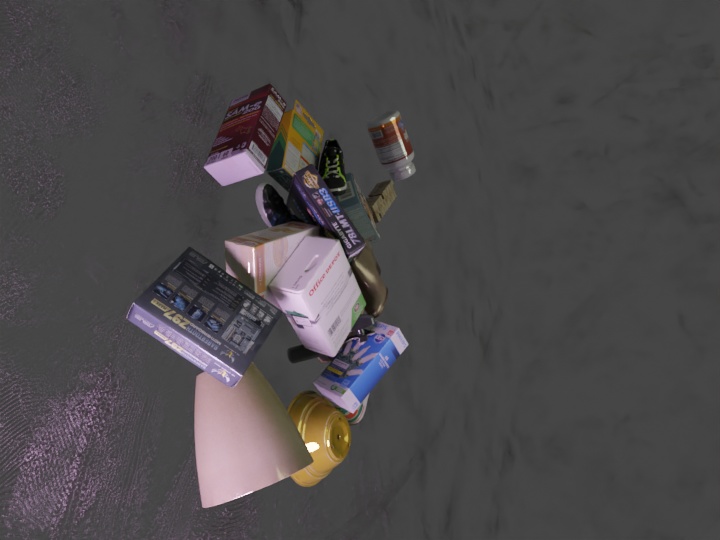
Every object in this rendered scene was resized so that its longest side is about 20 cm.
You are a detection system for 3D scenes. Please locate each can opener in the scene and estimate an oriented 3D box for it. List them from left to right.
[{"bbox_3d":[-0.062,0.149,1.167,0.053,0.200,0.067,153,-81,-78],"label":"can opener"}]

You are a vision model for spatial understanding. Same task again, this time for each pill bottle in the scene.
[{"bbox_3d":[0.102,-0.390,1.705,0.200,0.112,0.112,66,32,-25],"label":"pill bottle"}]

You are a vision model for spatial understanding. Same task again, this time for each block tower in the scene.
[{"bbox_3d":[0.051,-0.201,1.611,0.058,0.054,0.200,66,32,-26],"label":"block tower"}]

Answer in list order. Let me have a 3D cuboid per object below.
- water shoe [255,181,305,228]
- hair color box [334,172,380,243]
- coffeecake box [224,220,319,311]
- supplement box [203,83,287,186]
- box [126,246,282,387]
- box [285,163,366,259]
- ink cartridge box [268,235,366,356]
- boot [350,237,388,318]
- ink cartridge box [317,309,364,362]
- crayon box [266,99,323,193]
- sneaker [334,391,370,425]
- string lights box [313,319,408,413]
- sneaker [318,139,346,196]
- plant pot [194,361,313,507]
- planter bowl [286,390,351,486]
[{"bbox_3d":[-0.155,-0.105,1.178,0.200,0.079,0.072,67,31,-22],"label":"water shoe"},{"bbox_3d":[-0.010,-0.153,1.402,0.200,0.061,0.099,57,16,-62],"label":"hair color box"},{"bbox_3d":[-0.167,-0.001,1.063,0.200,0.073,0.154,-26,123,-55],"label":"coffeecake box"},{"bbox_3d":[-0.225,-0.271,1.075,0.061,0.109,0.200,49,40,-43],"label":"supplement box"},{"bbox_3d":[-0.246,0.073,0.885,0.200,0.051,0.158,35,40,-7],"label":"box"},{"bbox_3d":[-0.079,-0.101,1.154,0.050,0.199,0.200,-33,88,-18],"label":"box"},{"bbox_3d":[-0.078,0.050,1.074,0.146,0.084,0.200,-57,143,-32],"label":"ink cartridge box"},{"bbox_3d":[0.000,0.000,1.297,0.146,0.070,0.200,51,23,-34],"label":"boot"},{"bbox_3d":[-0.070,0.090,1.273,0.165,0.075,0.200,61,33,-34],"label":"ink cartridge box"},{"bbox_3d":[-0.150,-0.281,1.274,0.126,0.052,0.200,41,47,-49],"label":"crayon box"},{"bbox_3d":[-0.018,0.265,1.313,0.093,0.070,0.200,57,38,-46],"label":"sneaker"},{"bbox_3d":[0.003,0.205,1.193,0.200,0.103,0.059,-48,126,-24],"label":"string lights box"},{"bbox_3d":[-0.073,-0.249,1.283,0.200,0.072,0.083,-96,180,-51],"label":"sneaker"},{"bbox_3d":[-0.200,0.256,0.903,0.187,0.187,0.200,-1,67,-61],"label":"plant pot"},{"bbox_3d":[-0.077,0.358,1.164,0.200,0.083,0.201,30,55,-55],"label":"planter bowl"}]
